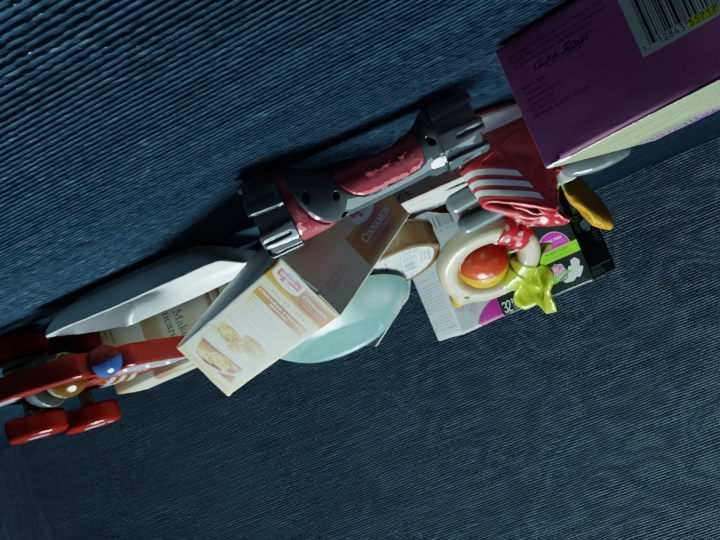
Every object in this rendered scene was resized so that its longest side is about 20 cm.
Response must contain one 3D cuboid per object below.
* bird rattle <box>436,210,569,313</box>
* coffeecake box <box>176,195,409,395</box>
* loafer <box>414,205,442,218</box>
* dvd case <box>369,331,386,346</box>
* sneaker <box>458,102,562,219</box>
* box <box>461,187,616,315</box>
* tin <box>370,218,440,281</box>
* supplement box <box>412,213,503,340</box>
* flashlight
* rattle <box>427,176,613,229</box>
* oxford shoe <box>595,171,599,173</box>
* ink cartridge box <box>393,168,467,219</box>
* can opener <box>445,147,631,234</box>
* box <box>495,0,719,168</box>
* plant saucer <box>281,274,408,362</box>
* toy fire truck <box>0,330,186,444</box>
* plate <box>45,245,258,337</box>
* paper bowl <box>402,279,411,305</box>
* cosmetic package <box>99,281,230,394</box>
[{"bbox_3d":[0.170,-0.018,1.164,0.162,0.113,0.200,-21,148,-2],"label":"bird rattle"},{"bbox_3d":[-0.064,0.010,0.914,0.200,0.073,0.154,-37,-167,46],"label":"coffeecake box"},{"bbox_3d":[0.013,-0.046,1.205,0.200,0.071,0.068,-23,176,-5],"label":"loafer"},{"bbox_3d":[0.035,0.021,1.507,0.025,0.151,0.200,6,162,-7],"label":"dvd case"},{"bbox_3d":[0.186,-0.114,0.953,0.199,0.116,0.078,-22,176,-13],"label":"sneaker"},{"bbox_3d":[0.249,-0.060,1.403,0.148,0.201,0.124,-25,174,30],"label":"box"},{"bbox_3d":[0.000,0.000,1.150,0.199,0.042,0.112,-23,155,-1],"label":"tin"},{"bbox_3d":[0.139,-0.007,1.487,0.101,0.201,0.103,-21,175,-20],"label":"supplement box"},{"bbox_3d":[0.003,-0.082,0.782,0.199,0.068,0.068,-27,-174,0],"label":"flashlight"},{"bbox_3d":[0.197,-0.081,1.253,0.199,0.143,0.130,-32,-149,7],"label":"rattle"},{"bbox_3d":[0.227,-0.139,1.093,0.072,0.085,0.200,-26,-178,-25],"label":"oxford shoe"},{"bbox_3d":[0.026,-0.076,1.080,0.199,0.045,0.176,-23,175,2],"label":"ink cartridge box"},{"bbox_3d":[0.181,-0.101,1.016,0.199,0.053,0.066,-28,-171,20],"label":"can opener"},{"bbox_3d":[0.233,-0.164,0.714,0.176,0.097,0.200,-27,174,41],"label":"box"},{"bbox_3d":[-0.027,0.070,1.183,0.200,0.039,0.201,-20,158,-8],"label":"plant saucer"},{"bbox_3d":[-0.301,0.110,1.067,0.167,0.113,0.200,-22,170,26],"label":"toy fire truck"},{"bbox_3d":[-0.212,0.016,1.043,0.199,0.032,0.200,-23,176,11],"label":"plate"},{"bbox_3d":[-0.012,0.014,1.328,0.200,0.105,0.201,-19,-171,3],"label":"paper bowl"},{"bbox_3d":[-0.217,0.069,1.210,0.199,0.104,0.087,-25,173,12],"label":"cosmetic package"}]
